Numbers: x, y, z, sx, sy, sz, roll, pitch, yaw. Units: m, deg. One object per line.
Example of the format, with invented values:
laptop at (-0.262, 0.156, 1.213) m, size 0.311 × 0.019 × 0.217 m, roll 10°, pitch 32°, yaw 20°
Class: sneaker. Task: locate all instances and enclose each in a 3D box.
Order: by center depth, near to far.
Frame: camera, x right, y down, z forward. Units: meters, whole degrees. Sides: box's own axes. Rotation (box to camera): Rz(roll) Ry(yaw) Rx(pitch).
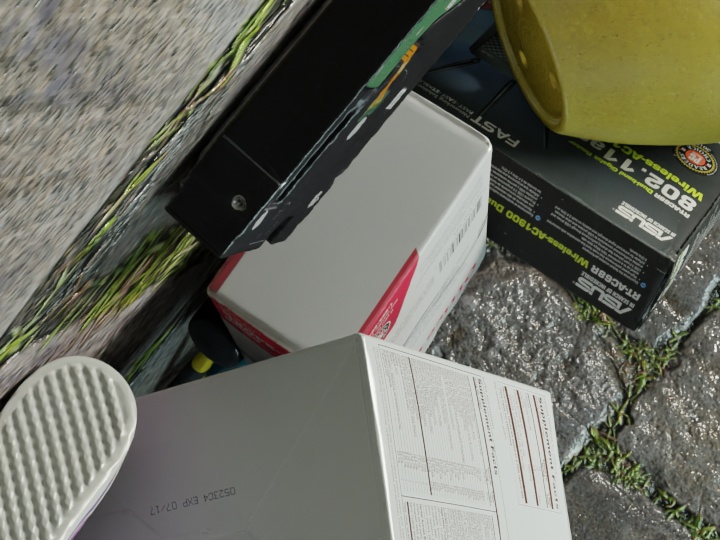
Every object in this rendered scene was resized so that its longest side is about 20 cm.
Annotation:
sneaker at (-0.172, 0.132, 0.778) m, size 0.200 × 0.073 × 0.114 m, roll -46°, pitch 178°, yaw -41°

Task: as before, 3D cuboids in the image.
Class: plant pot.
plant pot at (0.157, -0.150, 1.053) m, size 0.141 × 0.201 × 0.200 m, roll -23°, pitch 173°, yaw -7°

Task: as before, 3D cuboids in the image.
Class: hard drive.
hard drive at (0.005, -0.094, 0.785) m, size 0.200 × 0.038 × 0.140 m, roll -49°, pitch 176°, yaw 10°

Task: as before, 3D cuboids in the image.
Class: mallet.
mallet at (-0.101, 0.060, 1.147) m, size 0.066 × 0.041 × 0.200 m, roll -47°, pitch 180°, yaw -40°

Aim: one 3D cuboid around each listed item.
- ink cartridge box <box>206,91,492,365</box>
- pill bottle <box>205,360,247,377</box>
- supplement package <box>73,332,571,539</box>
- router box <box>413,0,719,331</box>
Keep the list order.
ink cartridge box at (0.000, 0.000, 1.002) m, size 0.146 × 0.083 × 0.200 m, roll -56°, pitch 169°, yaw -11°
pill bottle at (-0.061, 0.099, 1.308) m, size 0.111 × 0.111 × 0.200 m, roll -50°, pitch -176°, yaw 22°
supplement package at (-0.020, 0.135, 0.903) m, size 0.190 × 0.148 × 0.200 m, roll -16°, pitch 161°, yaw 27°
router box at (0.122, -0.071, 1.121) m, size 0.150 × 0.199 × 0.062 m, roll -46°, pitch 164°, yaw -47°
